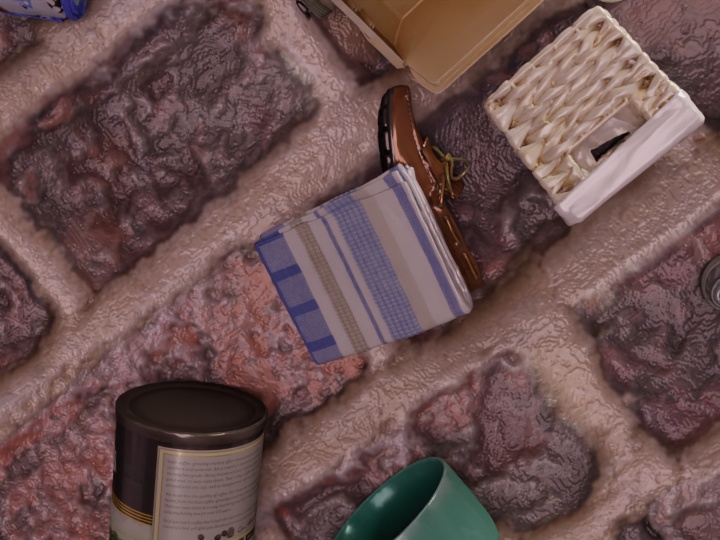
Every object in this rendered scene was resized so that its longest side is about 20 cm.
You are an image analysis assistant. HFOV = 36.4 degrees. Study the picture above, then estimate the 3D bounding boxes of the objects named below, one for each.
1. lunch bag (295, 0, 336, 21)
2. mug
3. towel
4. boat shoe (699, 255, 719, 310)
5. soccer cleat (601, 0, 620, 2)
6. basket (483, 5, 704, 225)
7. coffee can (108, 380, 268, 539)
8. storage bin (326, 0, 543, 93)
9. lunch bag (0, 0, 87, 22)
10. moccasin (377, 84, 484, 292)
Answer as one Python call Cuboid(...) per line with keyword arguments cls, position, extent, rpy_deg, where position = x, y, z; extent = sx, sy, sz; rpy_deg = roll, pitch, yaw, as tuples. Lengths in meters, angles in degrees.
Cuboid(cls="lunch bag", position=(-0.025, -0.339, 0.943), extent=(0.200, 0.140, 0.167), rpy_deg=(-42, 113, 14))
Cuboid(cls="mug", position=(0.054, 0.272, 1.048), extent=(0.152, 0.185, 0.115), rpy_deg=(-42, 97, -11))
Cuboid(cls="towel", position=(0.000, 0.000, 1.018), extent=(0.198, 0.024, 0.149), rpy_deg=(-22, 98, 37))
Cuboid(cls="boat shoe", position=(0.411, 0.008, 0.981), extent=(0.198, 0.065, 0.076), rpy_deg=(-4, 100, 8))
Cuboid(cls="soccer cleat", position=(0.202, -0.332, 0.934), extent=(0.069, 0.086, 0.204), rpy_deg=(-8, 100, 9))
Cuboid(cls="basket", position=(0.190, -0.131, 0.919), extent=(0.135, 0.200, 0.124), rpy_deg=(-40, 89, 12))
Cuboid(cls="coffee can", position=(-0.170, 0.226, 1.057), extent=(0.144, 0.146, 0.204), rpy_deg=(7, 102, 6))
Cuboid(cls="storage bin", position=(0.062, -0.270, 0.890), extent=(0.198, 0.199, 0.094), rpy_deg=(-41, 57, 13))
Cuboid(cls="lunch bag", position=(-0.330, -0.335, 0.989), extent=(0.167, 0.124, 0.203), rpy_deg=(10, 116, 6))
Cuboid(cls="moccasin", position=(0.066, -0.072, 1.009), extent=(0.077, 0.074, 0.205), rpy_deg=(-18, 95, -2))
